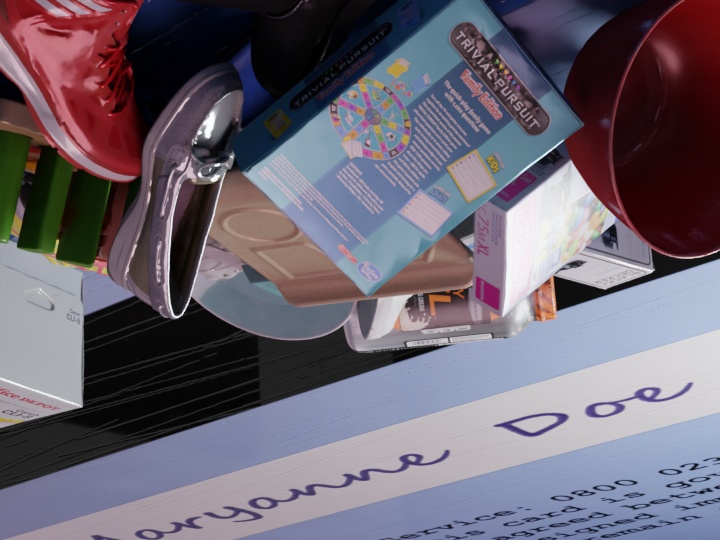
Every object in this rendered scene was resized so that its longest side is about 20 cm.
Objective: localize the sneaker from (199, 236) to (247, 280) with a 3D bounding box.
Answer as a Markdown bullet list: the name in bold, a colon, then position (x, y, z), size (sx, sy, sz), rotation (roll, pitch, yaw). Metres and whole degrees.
- **sneaker**: position (-0.098, -0.039, 1.599), size (0.198, 0.075, 0.100), rotation (2, 137, 12)

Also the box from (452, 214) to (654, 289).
- **box**: position (0.158, -0.062, 1.574), size (0.199, 0.118, 0.060), rotation (12, 155, -39)

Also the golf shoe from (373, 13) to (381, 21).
- **golf shoe**: position (-0.001, -0.101, 1.388), size (0.088, 0.077, 0.200), rotation (38, 147, -1)

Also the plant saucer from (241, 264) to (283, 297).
- **plant saucer**: position (0.000, 0.000, 1.559), size (0.198, 0.019, 0.070), rotation (-8, 163, 28)

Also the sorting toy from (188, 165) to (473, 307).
- **sorting toy**: position (-0.024, -0.035, 1.449), size (0.183, 0.037, 0.200), rotation (-7, 151, 26)

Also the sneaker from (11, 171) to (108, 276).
- **sneaker**: position (-0.235, -0.031, 1.652), size (0.199, 0.079, 0.090), rotation (29, 147, -32)

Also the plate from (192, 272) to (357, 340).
- **plate**: position (-0.091, -0.015, 1.688), size (0.198, 0.026, 0.201), rotation (14, 137, 13)

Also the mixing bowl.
- **mixing bowl**: position (0.221, -0.118, 1.369), size (0.199, 0.202, 0.108), rotation (13, -175, -39)

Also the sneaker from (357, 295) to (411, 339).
- **sneaker**: position (0.064, -0.022, 1.634), size (0.114, 0.074, 0.202), rotation (0, 127, -18)

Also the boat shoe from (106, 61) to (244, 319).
- **boat shoe**: position (-0.124, -0.059, 1.354), size (0.074, 0.065, 0.203), rotation (-22, 144, -55)

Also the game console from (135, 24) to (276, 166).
- **game console**: position (-0.112, -0.136, 1.468), size (0.170, 0.119, 0.200), rotation (-41, 152, 8)

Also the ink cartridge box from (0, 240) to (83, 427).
- **ink cartridge box**: position (-0.385, 0.069, 1.795), size (0.198, 0.146, 0.145), rotation (-16, 156, 29)

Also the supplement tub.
- **supplement tub**: position (0.082, 0.008, 1.742), size (0.198, 0.124, 0.123), rotation (-7, 160, 6)

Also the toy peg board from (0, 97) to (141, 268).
- **toy peg board**: position (-0.260, -0.060, 1.443), size (0.198, 0.099, 0.199), rotation (5, 171, 45)

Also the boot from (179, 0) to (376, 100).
- **boot**: position (-0.080, -0.190, 1.245), size (0.161, 0.074, 0.198), rotation (4, 152, -27)

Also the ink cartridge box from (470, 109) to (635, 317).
- **ink cartridge box**: position (0.165, -0.064, 1.462), size (0.042, 0.200, 0.120), rotation (32, 145, 28)

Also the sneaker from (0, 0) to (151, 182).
- **sneaker**: position (-0.177, -0.144, 1.292), size (0.115, 0.079, 0.200), rotation (-18, 138, 26)

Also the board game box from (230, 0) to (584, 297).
- **board game box**: position (0.033, -0.096, 1.291), size (0.199, 0.047, 0.151), rotation (-38, 127, 10)
